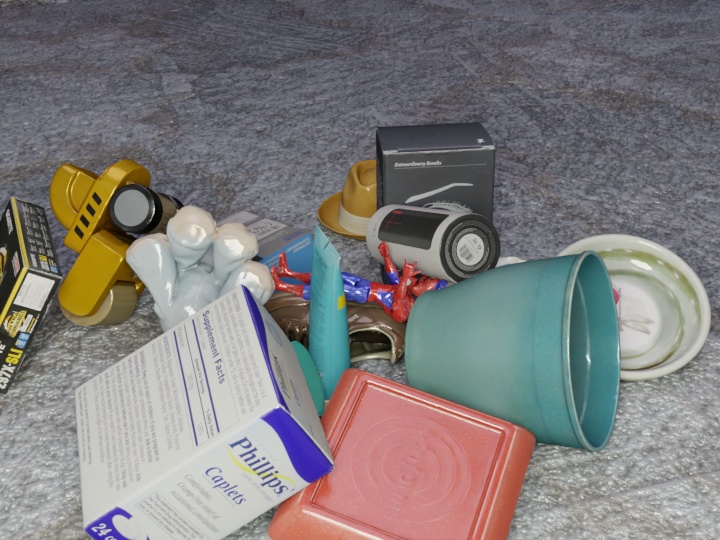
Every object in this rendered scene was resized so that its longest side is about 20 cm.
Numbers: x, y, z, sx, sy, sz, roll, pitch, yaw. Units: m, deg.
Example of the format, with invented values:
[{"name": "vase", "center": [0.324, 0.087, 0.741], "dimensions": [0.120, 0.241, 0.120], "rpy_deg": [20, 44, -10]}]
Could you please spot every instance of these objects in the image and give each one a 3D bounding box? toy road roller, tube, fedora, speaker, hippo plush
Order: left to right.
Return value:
[{"name": "toy road roller", "center": [-0.320, -0.043, 1.219], "dimensions": [0.146, 0.201, 0.123], "rpy_deg": [30, 3, 9]}, {"name": "hippo plush", "center": [-0.177, 0.023, 1.188], "dimensions": [0.159, 0.201, 0.161], "rpy_deg": [-13, 2, 0]}, {"name": "tube", "center": [-0.035, 0.056, 1.063], "dimensions": [0.050, 0.201, 0.077], "rpy_deg": [-13, 32, -22]}, {"name": "fedora", "center": [0.028, -0.117, 1.506], "dimensions": [0.200, 0.082, 0.201], "rpy_deg": [-1, 28, 0]}, {"name": "speaker", "center": [0.081, -0.034, 1.177], "dimensions": [0.081, 0.082, 0.200], "rpy_deg": [-13, 12, -22]}]

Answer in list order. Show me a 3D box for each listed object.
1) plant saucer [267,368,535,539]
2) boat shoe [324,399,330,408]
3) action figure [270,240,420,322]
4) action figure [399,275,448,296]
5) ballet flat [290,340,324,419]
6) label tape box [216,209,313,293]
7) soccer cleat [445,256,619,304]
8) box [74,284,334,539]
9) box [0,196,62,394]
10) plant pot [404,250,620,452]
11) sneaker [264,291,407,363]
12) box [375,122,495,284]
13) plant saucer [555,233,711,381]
[{"name": "plant saucer", "center": [0.044, 0.185, 0.900], "dimensions": [0.199, 0.037, 0.200], "rpy_deg": [19, 50, 10]}, {"name": "boat shoe", "center": [0.035, 0.154, 1.011], "dimensions": [0.199, 0.076, 0.072], "rpy_deg": [9, 31, 19]}, {"name": "action figure", "center": [0.000, 0.000, 1.152], "dimensions": [0.199, 0.099, 0.065], "rpy_deg": [15, 29, 4]}, {"name": "action figure", "center": [0.141, 0.013, 1.232], "dimensions": [0.199, 0.052, 0.066], "rpy_deg": [-5, 34, -5]}, {"name": "ballet flat", "center": [-0.065, 0.158, 0.986], "dimensions": [0.068, 0.068, 0.200], "rpy_deg": [-39, 43, 16]}, {"name": "label tape box", "center": [-0.135, -0.008, 1.327], "dimensions": [0.199, 0.064, 0.144], "rpy_deg": [19, 35, 33]}, {"name": "soccer cleat", "center": [0.194, 0.014, 1.147], "dimensions": [0.199, 0.070, 0.087], "rpy_deg": [-4, 46, 13]}, {"name": "box", "center": [-0.147, 0.143, 0.906], "dimensions": [0.200, 0.105, 0.184], "rpy_deg": [-32, 37, 4]}, {"name": "box", "center": [-0.413, 0.025, 1.169], "dimensions": [0.049, 0.160, 0.200], "rpy_deg": [19, 18, -31]}, {"name": "plant pot", "center": [0.155, 0.085, 1.037], "dimensions": [0.187, 0.201, 0.200], "rpy_deg": [-4, 24, 28]}, {"name": "sneaker", "center": [-0.041, 0.071, 1.174], "dimensions": [0.199, 0.071, 0.076], "rpy_deg": [1, 29, 4]}, {"name": "box", "center": [0.097, -0.087, 1.326], "dimensions": [0.147, 0.201, 0.104], "rpy_deg": [-2, 26, -4]}, {"name": "plant saucer", "center": [0.310, 0.050, 1.186], "dimensions": [0.199, 0.050, 0.201], "rpy_deg": [0, 57, 0]}]
